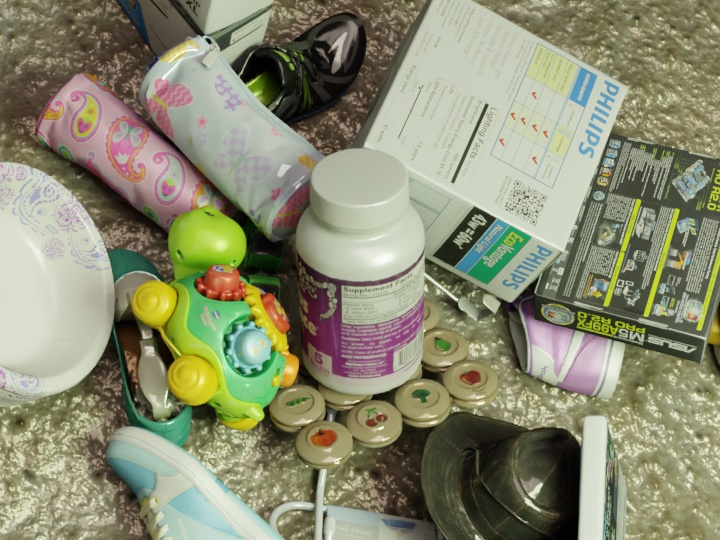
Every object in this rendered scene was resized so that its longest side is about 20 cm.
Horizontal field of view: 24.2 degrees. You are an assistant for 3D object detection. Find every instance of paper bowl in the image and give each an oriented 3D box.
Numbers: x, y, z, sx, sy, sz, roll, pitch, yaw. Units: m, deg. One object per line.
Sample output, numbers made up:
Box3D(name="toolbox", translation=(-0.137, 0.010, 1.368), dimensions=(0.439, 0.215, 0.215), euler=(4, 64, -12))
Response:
Box3D(name="paper bowl", translation=(-0.313, 0.017, 1.422), dimensions=(0.200, 0.104, 0.202), euler=(26, 56, -46))

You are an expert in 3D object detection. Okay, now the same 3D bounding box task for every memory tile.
Box3D(name="memory tile", translation=(0.009, 0.095, 1.498), dimensions=(0.199, 0.017, 0.153), euler=(-21, 45, -20))

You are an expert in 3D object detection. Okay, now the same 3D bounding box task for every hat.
Box3D(name="hat", translation=(0.146, 0.180, 1.445), dimensions=(0.200, 0.081, 0.201), euler=(26, 36, -21))

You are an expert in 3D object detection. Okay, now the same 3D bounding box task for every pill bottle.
Box3D(name="pill bottle", translation=(0.000, 0.000, 1.441), dimensions=(0.111, 0.201, 0.113), euler=(-1, 38, 1))

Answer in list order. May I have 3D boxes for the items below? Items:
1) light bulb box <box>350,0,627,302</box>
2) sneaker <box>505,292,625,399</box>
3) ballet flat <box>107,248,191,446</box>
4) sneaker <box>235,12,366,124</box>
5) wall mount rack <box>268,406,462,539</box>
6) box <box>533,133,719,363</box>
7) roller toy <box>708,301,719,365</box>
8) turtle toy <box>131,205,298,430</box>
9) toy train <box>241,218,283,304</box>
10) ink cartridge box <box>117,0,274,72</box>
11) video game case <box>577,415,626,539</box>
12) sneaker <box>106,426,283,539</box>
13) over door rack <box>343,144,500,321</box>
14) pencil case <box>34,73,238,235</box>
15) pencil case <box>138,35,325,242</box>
Box3D(name="light bulb box", translation=(0.105, -0.114, 1.518), dimensions=(0.199, 0.125, 0.199), euler=(28, 62, -6))
Box3D(name="sneaker", translation=(0.200, 0.013, 1.584), dimensions=(0.114, 0.073, 0.202), euler=(15, 64, -2))
Box3D(name="ballet flat", translation=(-0.186, 0.060, 1.478), dimensions=(0.067, 0.070, 0.201), euler=(-10, 69, -16))
Box3D(name="sneaker", translation=(-0.066, -0.185, 1.606), dimensions=(0.199, 0.083, 0.071), euler=(-37, 79, -24))
Box3D(name="wall mount rack", translation=(0.024, 0.197, 1.465), dimensions=(0.199, 0.075, 0.174), euler=(12, 37, -8))
Box3D(name="box", translation=(0.261, -0.026, 1.544), dimensions=(0.159, 0.044, 0.201), euler=(14, 59, 13))
Box3D(name="roller toy", translation=(0.426, 0.046, 1.580), dimensions=(0.199, 0.140, 0.183), euler=(-28, 68, -14))
Box3D(name="turtle toy", translation=(-0.120, 0.039, 1.430), dimensions=(0.101, 0.146, 0.201), euler=(-30, 67, 7))
Box3D(name="toy train", translation=(-0.088, -0.025, 1.545), dimensions=(0.041, 0.056, 0.201), euler=(6, 66, -9))
Box3D(name="ink cartridge box", translation=(-0.154, -0.277, 1.562), dimensions=(0.084, 0.200, 0.145), euler=(-30, 75, -24))
Box3D(name="video game case", translation=(0.204, 0.248, 1.423), dimensions=(0.023, 0.182, 0.201), euler=(0, 64, 15))
Box3D(name="sneaker", translation=(-0.161, 0.231, 1.403), dimensions=(0.200, 0.080, 0.131), euler=(39, 63, 7))
Box3D(name="over door rack", translation=(0.065, -0.055, 1.589), dimensions=(0.199, 0.067, 0.148), euler=(32, 63, -3))
Box3D(name="pencil case", translation=(-0.201, -0.095, 1.538), dimensions=(0.200, 0.088, 0.088), euler=(37, 64, 4))
Box3D(name="pencil case", translation=(-0.108, -0.119, 1.489), dimensions=(0.091, 0.083, 0.200), euler=(-47, 69, 9))
